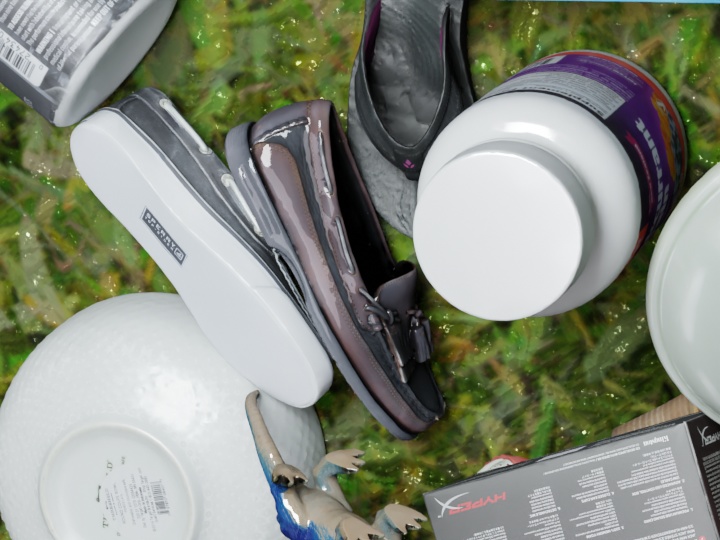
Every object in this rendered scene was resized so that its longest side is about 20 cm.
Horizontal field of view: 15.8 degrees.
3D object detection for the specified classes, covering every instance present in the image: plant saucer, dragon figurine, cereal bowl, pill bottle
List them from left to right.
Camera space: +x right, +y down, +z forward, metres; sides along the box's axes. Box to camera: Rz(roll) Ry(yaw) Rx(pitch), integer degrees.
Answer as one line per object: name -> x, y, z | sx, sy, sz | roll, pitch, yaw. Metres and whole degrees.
pill bottle -> -0.204, -0.178, 1.402 | 0.200, 0.106, 0.106 | 40, 112, 5
cereal bowl -> -0.123, 0.118, 1.467 | 0.200, 0.083, 0.200 | 4, 105, 18
dragon figurine -> -0.019, 0.151, 1.368 | 0.200, 0.059, 0.100 | 38, 129, 35
pill bottle -> 0.092, -0.040, 1.291 | 0.111, 0.200, 0.112 | 5, 106, 17
plant saucer -> 0.239, 0.020, 1.249 | 0.200, 0.050, 0.200 | 0, 125, 0

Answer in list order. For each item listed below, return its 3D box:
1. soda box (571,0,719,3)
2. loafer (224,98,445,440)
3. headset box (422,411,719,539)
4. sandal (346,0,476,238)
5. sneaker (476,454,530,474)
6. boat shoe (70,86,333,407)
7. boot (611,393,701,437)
soda box -> 0.121, -0.172, 1.304 | 0.200, 0.064, 0.068 | 1, 104, 6
loafer -> 0.000, 0.000, 1.394 | 0.063, 0.072, 0.200 | -26, 106, 17
headset box -> 0.136, 0.187, 1.327 | 0.149, 0.077, 0.200 | -18, 87, 22
sandal -> 0.025, -0.111, 1.376 | 0.075, 0.048, 0.201 | 3, 105, 17
sneaker -> 0.069, 0.197, 1.425 | 0.078, 0.082, 0.200 | 18, 108, 13
boat shoe -> -0.073, -0.017, 1.422 | 0.200, 0.068, 0.072 | 48, 146, 9
boot -> 0.239, 0.141, 1.370 | 0.155, 0.077, 0.200 | -21, 90, 18
